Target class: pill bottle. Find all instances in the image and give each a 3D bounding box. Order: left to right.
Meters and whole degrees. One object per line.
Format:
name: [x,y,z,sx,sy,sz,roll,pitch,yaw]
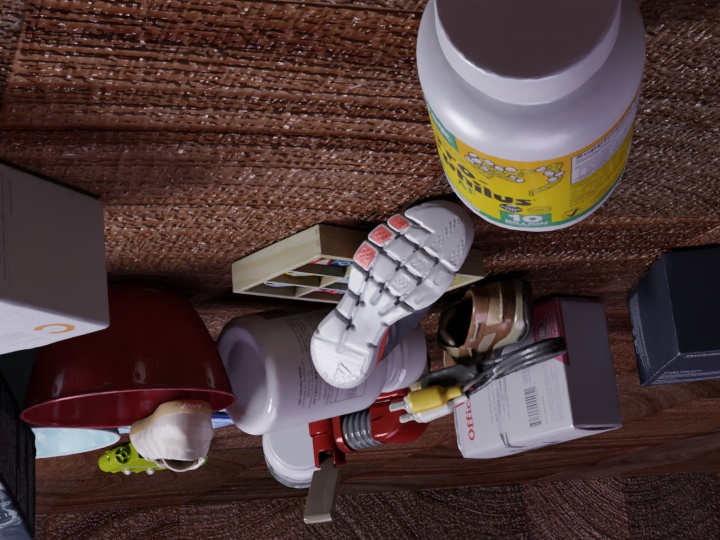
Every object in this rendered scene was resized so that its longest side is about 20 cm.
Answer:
pill bottle: [-0.089,0.257,1.913,0.111,0.115,0.200,-4,165,-5]
pill bottle: [-0.036,0.088,1.282,0.198,0.116,0.114,-9,170,-37]
pill bottle: [0.087,-0.098,0.657,0.111,0.115,0.200,-7,166,6]

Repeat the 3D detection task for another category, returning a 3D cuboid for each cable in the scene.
cable: [0.130,0.117,1.323,0.198,0.051,0.097,-17,164,27]

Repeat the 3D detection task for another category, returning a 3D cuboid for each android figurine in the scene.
android figurine: [-0.353,0.315,2.175,0.180,0.042,0.199,7,159,-40]

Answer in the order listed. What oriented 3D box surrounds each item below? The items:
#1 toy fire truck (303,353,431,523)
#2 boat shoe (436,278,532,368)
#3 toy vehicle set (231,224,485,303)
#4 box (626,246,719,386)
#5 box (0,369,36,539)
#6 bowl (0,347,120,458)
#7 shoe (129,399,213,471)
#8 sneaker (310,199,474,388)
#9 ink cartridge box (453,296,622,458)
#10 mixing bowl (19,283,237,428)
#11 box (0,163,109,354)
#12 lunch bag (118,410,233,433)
toy fire truck: [-0.005,0.193,1.533,0.174,0.203,0.128,-15,163,31]
boat shoe: [0.115,0.058,1.346,0.073,0.077,0.200,3,155,-14]
toy vehicle set: [0.000,0.000,1.155,0.198,0.027,0.124,7,160,-41]
box: [0.393,0.044,1.321,0.197,0.106,0.182,-6,166,-2]
box: [-0.407,0.161,1.140,0.197,0.125,0.198,-9,143,-3]
bowl: [-0.357,0.134,1.363,0.197,0.107,0.201,-6,166,-1]
shoe: [-0.182,0.167,1.233,0.069,0.054,0.200,-2,165,-16]
sneaker: [0.031,0.012,1.078,0.200,0.077,0.082,-49,168,31]
ink cartridge box: [0.192,0.126,1.464,0.084,0.148,0.199,4,163,-35]
mixing bowl: [-0.217,0.077,1.197,0.197,0.110,0.200,-6,167,-1]
box: [-0.279,-0.011,0.867,0.123,0.099,0.199,-13,163,25]
lunch bag: [-0.208,0.139,1.495,0.159,0.084,0.199,-19,162,32]
